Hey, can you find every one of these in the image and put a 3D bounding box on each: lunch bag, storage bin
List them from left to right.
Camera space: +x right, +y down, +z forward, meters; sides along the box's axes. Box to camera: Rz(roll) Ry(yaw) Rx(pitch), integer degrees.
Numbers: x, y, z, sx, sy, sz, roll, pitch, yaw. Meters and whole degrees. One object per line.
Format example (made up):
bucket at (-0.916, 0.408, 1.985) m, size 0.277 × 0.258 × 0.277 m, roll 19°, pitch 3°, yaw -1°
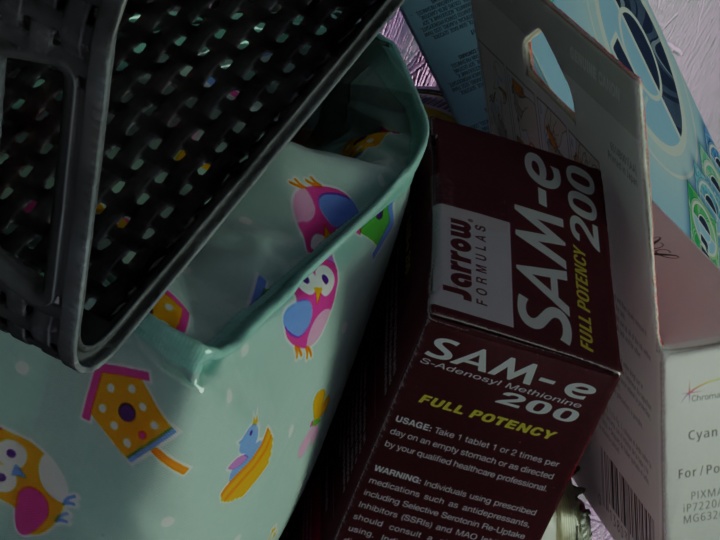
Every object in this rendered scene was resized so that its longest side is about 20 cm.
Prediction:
storage bin at (-0.051, -0.092, 0.589) m, size 0.200 × 0.093 × 0.136 m, roll -54°, pitch 165°, yaw -41°
lunch bag at (-0.061, 0.024, 0.717) m, size 0.200 × 0.121 × 0.171 m, roll -48°, pitch 160°, yaw -56°

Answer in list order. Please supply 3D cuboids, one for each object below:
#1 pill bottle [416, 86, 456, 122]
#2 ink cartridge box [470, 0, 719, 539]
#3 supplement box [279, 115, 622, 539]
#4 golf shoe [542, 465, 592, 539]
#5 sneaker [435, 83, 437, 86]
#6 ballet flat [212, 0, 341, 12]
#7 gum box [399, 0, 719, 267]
pill bottle at (0.000, 0.000, 0.955) m, size 0.113 × 0.112 × 0.200 m, roll -68°, pitch 167°, yaw 22°
ink cartridge box at (0.085, -0.009, 0.821) m, size 0.200 × 0.044 × 0.177 m, roll -121°, pitch -156°, yaw -66°
supplement box at (0.014, 0.068, 0.748) m, size 0.109 × 0.061 × 0.201 m, roll -87°, pitch -164°, yaw -56°
golf shoe at (0.009, 0.095, 0.881) m, size 0.092 × 0.073 × 0.200 m, roll -10°, pitch 173°, yaw -28°
sneaker at (0.059, -0.063, 1.184) m, size 0.201 × 0.075 × 0.116 m, roll -60°, pitch 177°, yaw 3°
ballet flat at (-0.002, -0.122, 0.819) m, size 0.201 × 0.057 × 0.066 m, roll -66°, pitch 167°, yaw 12°
gum box at (0.091, -0.069, 1.008) m, size 0.201 × 0.044 × 0.170 m, roll 63°, pitch 25°, yaw -16°
